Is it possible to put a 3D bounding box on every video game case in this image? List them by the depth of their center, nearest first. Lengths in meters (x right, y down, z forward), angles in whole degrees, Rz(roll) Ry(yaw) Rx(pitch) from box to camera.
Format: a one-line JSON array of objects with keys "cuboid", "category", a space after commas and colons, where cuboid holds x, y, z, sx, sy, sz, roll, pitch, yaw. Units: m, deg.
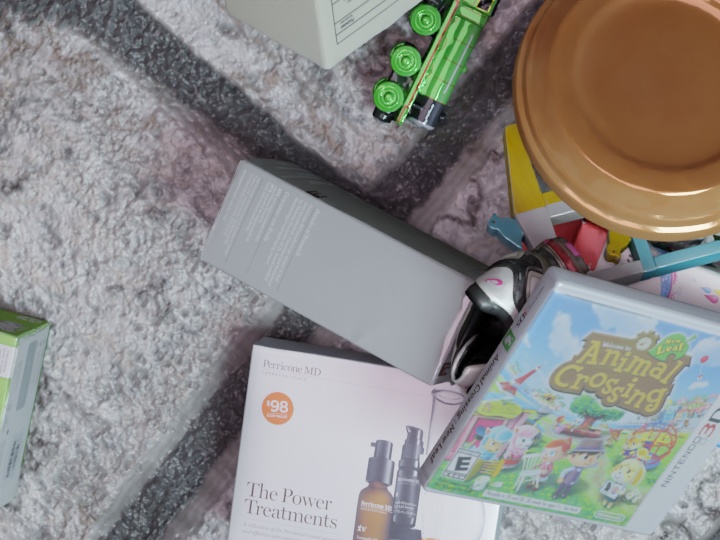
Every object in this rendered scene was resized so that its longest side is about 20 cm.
[{"cuboid": [0.162, 0.093, 1.340, 0.199, 0.022, 0.183, 15, 121, -29], "category": "video game case"}]

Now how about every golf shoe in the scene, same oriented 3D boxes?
[{"cuboid": [0.093, 0.064, 1.360, 0.092, 0.073, 0.201, -18, 137, -25], "category": "golf shoe"}]

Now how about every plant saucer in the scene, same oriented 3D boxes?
[{"cuboid": [0.199, -0.120, 1.308, 0.199, 0.037, 0.202, 0, 76, 0], "category": "plant saucer"}]

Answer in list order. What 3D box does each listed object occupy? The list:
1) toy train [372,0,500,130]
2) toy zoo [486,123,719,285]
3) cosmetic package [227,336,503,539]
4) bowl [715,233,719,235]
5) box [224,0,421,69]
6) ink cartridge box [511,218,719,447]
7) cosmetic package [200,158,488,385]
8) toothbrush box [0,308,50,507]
[{"cuboid": [0.069, -0.191, 1.443, 0.056, 0.042, 0.201, 25, 99, -6], "category": "toy train"}, {"cuboid": [0.183, -0.056, 1.396, 0.199, 0.020, 0.132, -14, 71, -7], "category": "toy zoo"}, {"cuboid": [0.010, 0.140, 1.481, 0.199, 0.052, 0.152, 8, 95, 7], "category": "cosmetic package"}, {"cuboid": [0.228, -0.147, 1.372, 0.199, 0.075, 0.201, 28, 76, 7], "category": "bowl"}, {"cuboid": [-0.027, -0.262, 1.344, 0.109, 0.201, 0.128, 32, 56, 32], "category": "box"}, {"cuboid": [0.194, 0.036, 1.433, 0.199, 0.067, 0.117, 21, 99, 6], "category": "ink cartridge box"}, {"cuboid": [0.000, 0.000, 1.422, 0.199, 0.107, 0.091, 25, 99, 16], "category": "cosmetic package"}, {"cuboid": [-0.351, 0.089, 1.511, 0.199, 0.086, 0.147, 13, 98, 6], "category": "toothbrush box"}]
